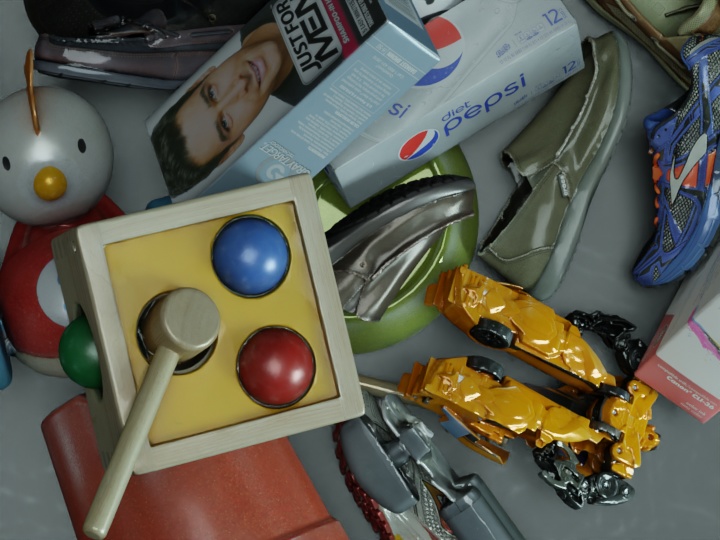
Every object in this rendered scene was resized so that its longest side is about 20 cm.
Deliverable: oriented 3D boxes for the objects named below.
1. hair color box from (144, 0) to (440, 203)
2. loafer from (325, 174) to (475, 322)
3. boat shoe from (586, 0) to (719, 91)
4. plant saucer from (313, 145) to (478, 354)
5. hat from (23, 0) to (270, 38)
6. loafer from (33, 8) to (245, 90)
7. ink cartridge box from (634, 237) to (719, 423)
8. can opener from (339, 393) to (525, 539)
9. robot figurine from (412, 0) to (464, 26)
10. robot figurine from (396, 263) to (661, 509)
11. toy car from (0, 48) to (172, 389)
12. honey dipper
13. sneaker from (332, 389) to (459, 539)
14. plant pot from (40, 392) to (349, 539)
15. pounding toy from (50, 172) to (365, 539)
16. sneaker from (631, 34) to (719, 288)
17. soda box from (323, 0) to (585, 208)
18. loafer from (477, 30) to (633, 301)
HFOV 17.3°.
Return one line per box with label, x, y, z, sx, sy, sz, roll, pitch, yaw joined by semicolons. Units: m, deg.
hair color box;-0.049;-0.120;1.586;0.200;0.099;0.060;-42;135;20
loafer;0.000;0.000;1.652;0.199;0.073;0.071;-31;99;-1
boat shoe;0.242;-0.174;1.700;0.199;0.074;0.076;32;88;-3
plant saucer;-0.012;-0.041;1.698;0.198;0.031;0.202;0;86;-3
hat;-0.147;-0.232;1.664;0.199;0.201;0.081;-13;49;-4
loafer;-0.133;-0.157;1.652;0.198;0.072;0.064;5;96;-22
ink cartridge box;0.277;0.010;1.622;0.067;0.200;0.117;34;58;-2
can opener;0.062;0.174;1.636;0.067;0.053;0.201;-34;97;13
robot figurine;0.051;-0.264;1.663;0.150;0.125;0.201;32;87;3
robot figurine;0.128;0.083;1.666;0.199;0.058;0.146;29;67;-24
toy car;-0.206;-0.047;1.591;0.183;0.177;0.201;-15;116;-4
honey dipper;0.014;0.083;1.702;0.198;0.038;0.038;16;88;-1
sneaker;0.047;0.168;1.689;0.082;0.078;0.201;-34;99;-11
plant pot;-0.115;0.163;1.622;0.199;0.201;0.197;-24;83;-4
pounding toy;-0.109;0.052;1.478;0.198;0.142;0.186;-14;90;-18
sneaker;0.233;-0.081;1.683;0.078;0.075;0.201;21;108;1
soda box;0.056;-0.130;1.648;0.199;0.068;0.064;-31;66;-3
loafer;0.139;-0.081;1.691;0.069;0.075;0.202;19;88;-7
